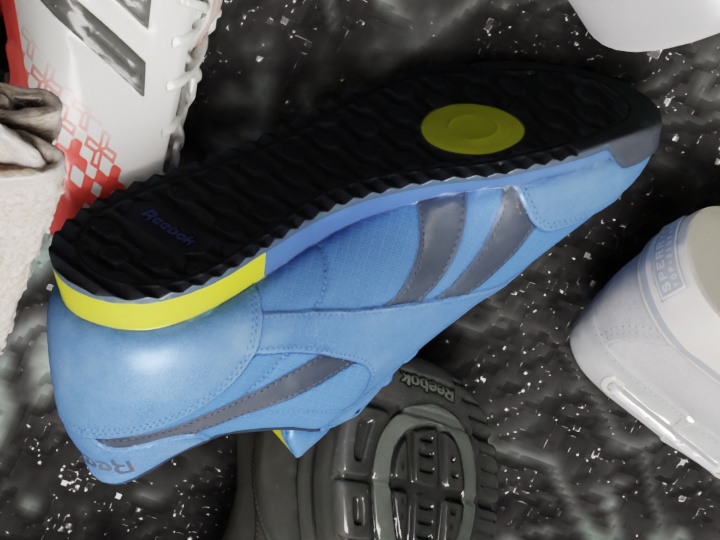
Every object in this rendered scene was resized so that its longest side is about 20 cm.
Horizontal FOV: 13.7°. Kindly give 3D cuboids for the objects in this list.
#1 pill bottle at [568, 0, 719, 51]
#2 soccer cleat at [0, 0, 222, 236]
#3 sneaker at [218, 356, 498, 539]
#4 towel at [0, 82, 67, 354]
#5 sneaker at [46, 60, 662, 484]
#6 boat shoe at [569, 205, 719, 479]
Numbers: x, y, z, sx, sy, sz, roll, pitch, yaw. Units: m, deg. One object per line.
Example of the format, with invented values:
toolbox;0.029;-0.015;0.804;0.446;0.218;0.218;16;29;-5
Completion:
pill bottle;0.054;-0.165;0.772;0.115;0.116;0.200;-29;114;9
soccer cleat;-0.065;-0.073;0.832;0.085;0.069;0.201;-11;111;5
sneaker;-0.009;0.125;0.897;0.076;0.091;0.201;7;87;-39
towel;-0.159;0.013;0.804;0.132;0.035;0.200;6;144;-15
sneaker;0.000;0.000;0.847;0.199;0.066;0.079;-23;127;-28
boat shoe;0.149;0.057;0.916;0.199;0.072;0.068;29;136;-28
